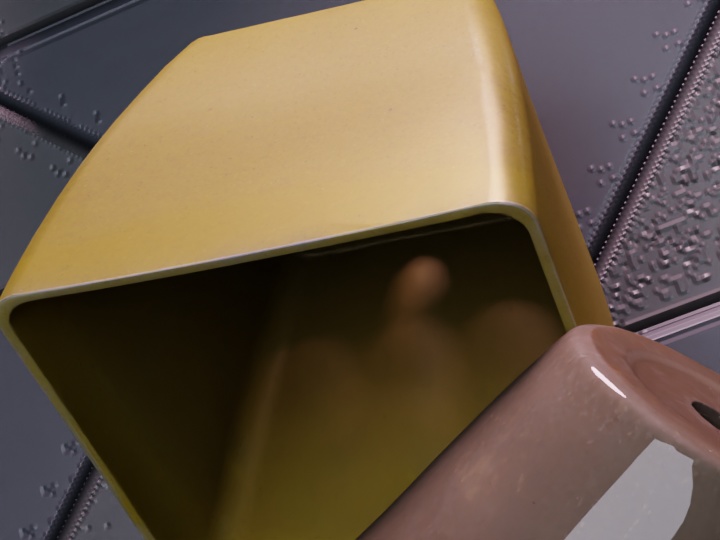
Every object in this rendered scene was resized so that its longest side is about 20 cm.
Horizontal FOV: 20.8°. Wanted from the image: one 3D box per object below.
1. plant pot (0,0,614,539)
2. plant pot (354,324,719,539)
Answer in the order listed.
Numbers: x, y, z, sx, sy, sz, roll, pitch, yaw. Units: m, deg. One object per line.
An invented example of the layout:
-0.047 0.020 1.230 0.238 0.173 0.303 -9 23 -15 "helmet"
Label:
0.000 0.000 0.785 0.199 0.200 0.177 -11 43 17 "plant pot"
0.073 0.119 0.649 0.200 0.200 0.175 37 106 22 "plant pot"
